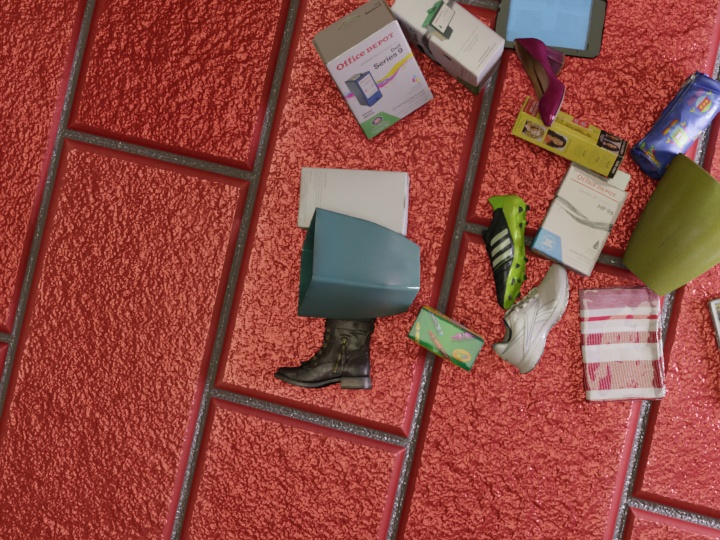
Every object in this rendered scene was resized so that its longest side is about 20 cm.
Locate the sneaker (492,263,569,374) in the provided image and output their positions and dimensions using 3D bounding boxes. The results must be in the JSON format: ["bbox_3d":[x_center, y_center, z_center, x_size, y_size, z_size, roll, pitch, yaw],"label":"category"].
[{"bbox_3d":[0.303,0.078,1.688,0.086,0.075,0.203,25,89,-5],"label":"sneaker"}]

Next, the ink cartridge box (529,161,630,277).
[{"bbox_3d":[0.393,-0.105,1.695,0.114,0.068,0.203,25,90,6],"label":"ink cartridge box"}]

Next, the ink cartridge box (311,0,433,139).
[{"bbox_3d":[0.023,-0.351,1.674,0.144,0.201,0.088,-30,48,4],"label":"ink cartridge box"}]

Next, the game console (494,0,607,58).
[{"bbox_3d":[0.344,-0.487,1.696,0.195,0.173,0.121,8,62,6],"label":"game console"}]

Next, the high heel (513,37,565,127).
[{"bbox_3d":[0.304,-0.329,1.672,0.094,0.068,0.202,17,45,-5],"label":"high heel"}]

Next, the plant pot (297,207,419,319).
[{"bbox_3d":[0.000,0.000,1.681,0.196,0.142,0.144,8,59,-12],"label":"plant pot"}]

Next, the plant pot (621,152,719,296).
[{"bbox_3d":[0.545,-0.062,1.634,0.187,0.187,0.201,42,104,6],"label":"plant pot"}]

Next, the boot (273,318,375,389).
[{"bbox_3d":[-0.057,0.126,1.743,0.195,0.069,0.178,1,83,2],"label":"boot"}]

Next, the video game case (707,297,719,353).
[{"bbox_3d":[0.726,0.120,1.674,0.196,0.023,0.186,-14,87,6],"label":"video game case"}]

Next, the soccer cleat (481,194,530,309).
[{"bbox_3d":[0.256,-0.034,1.715,0.080,0.067,0.205,9,99,37],"label":"soccer cleat"}]

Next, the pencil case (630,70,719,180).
[{"bbox_3d":[0.557,-0.257,1.678,0.087,0.078,0.201,39,92,-23],"label":"pencil case"}]

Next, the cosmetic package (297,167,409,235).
[{"bbox_3d":[-0.011,-0.124,1.734,0.195,0.081,0.116,5,89,5],"label":"cosmetic package"}]

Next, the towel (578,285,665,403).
[{"bbox_3d":[0.464,0.130,1.702,0.141,0.023,0.205,-3,88,7],"label":"towel"}]

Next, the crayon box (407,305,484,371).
[{"bbox_3d":[0.148,0.114,1.646,0.117,0.200,0.059,29,92,6],"label":"crayon box"}]

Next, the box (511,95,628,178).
[{"bbox_3d":[0.370,-0.236,1.695,0.197,0.076,0.051,26,128,8],"label":"box"}]

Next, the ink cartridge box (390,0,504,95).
[{"bbox_3d":[0.153,-0.416,1.695,0.199,0.146,0.085,39,92,7],"label":"ink cartridge box"}]
